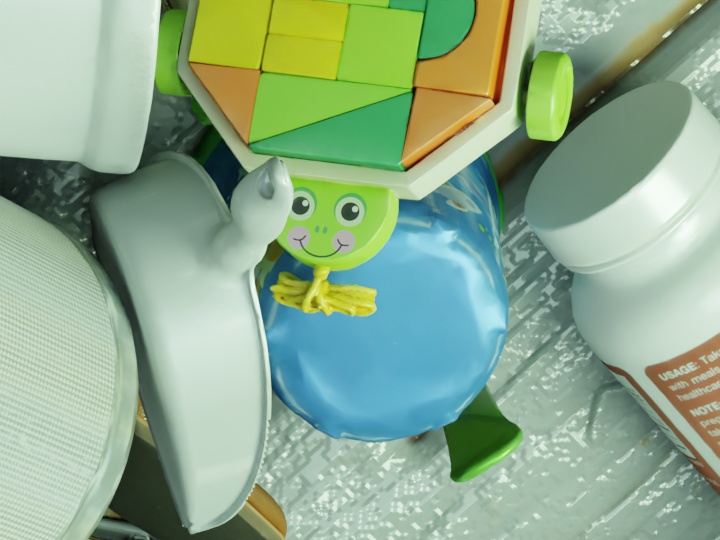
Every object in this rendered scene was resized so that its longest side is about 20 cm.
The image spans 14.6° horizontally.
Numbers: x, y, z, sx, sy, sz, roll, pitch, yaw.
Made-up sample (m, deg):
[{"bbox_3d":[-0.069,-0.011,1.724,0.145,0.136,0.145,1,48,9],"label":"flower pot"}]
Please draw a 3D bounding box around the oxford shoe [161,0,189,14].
[{"bbox_3d":[0.011,-0.146,1.086,0.200,0.074,0.071,-28,114,2],"label":"oxford shoe"}]

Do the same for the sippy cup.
[{"bbox_3d":[0.000,0.000,1.112,0.177,0.130,0.140,18,107,-16],"label":"sippy cup"}]

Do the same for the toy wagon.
[{"bbox_3d":[0.001,-0.083,1.028,0.155,0.040,0.201,7,80,14],"label":"toy wagon"}]

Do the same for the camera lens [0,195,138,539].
[{"bbox_3d":[-0.185,0.032,0.971,0.160,0.160,0.200,-45,146,9],"label":"camera lens"}]

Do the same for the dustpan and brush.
[{"bbox_3d":[-0.056,0.004,1.018,0.057,0.200,0.140,-16,74,-9],"label":"dustpan and brush"}]

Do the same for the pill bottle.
[{"bbox_3d":[0.160,0.021,1.158,0.112,0.112,0.200,-39,113,7],"label":"pill bottle"}]

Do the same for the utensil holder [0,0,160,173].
[{"bbox_3d":[-0.175,-0.125,1.011,0.199,0.170,0.170,3,111,-10],"label":"utensil holder"}]

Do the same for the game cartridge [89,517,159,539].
[{"bbox_3d":[-0.123,0.170,1.211,0.199,0.042,0.134,11,105,-14],"label":"game cartridge"}]

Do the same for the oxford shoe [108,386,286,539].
[{"bbox_3d":[-0.094,0.048,1.148,0.200,0.071,0.071,46,142,-22],"label":"oxford shoe"}]
